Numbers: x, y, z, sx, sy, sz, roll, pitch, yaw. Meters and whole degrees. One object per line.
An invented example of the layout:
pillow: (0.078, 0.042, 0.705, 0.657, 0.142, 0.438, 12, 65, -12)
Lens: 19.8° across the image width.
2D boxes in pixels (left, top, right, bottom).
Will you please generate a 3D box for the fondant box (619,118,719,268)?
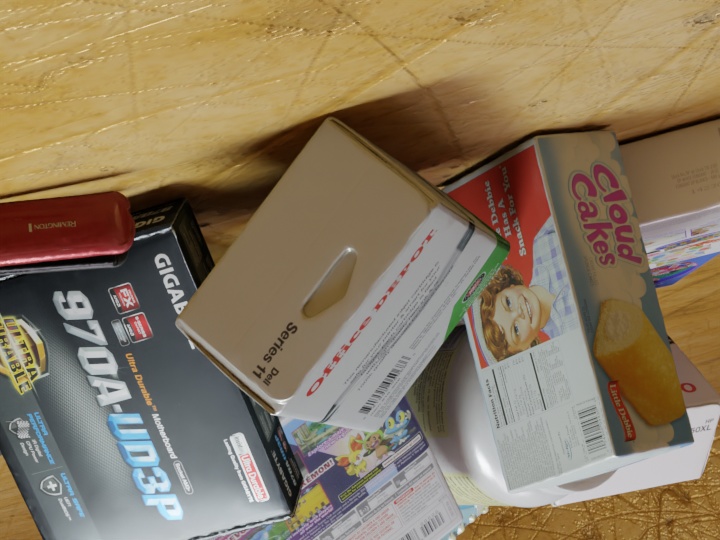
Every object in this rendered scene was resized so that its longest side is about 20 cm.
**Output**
fondant box: (0.248, -0.056, 1.396, 0.143, 0.059, 0.200, -15, 169, 8)

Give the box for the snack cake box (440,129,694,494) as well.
snack cake box: (0.123, 0.027, 1.276, 0.067, 0.202, 0.115, -7, 168, -32)

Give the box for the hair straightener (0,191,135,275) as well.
hair straightener: (-0.222, -0.004, 1.118, 0.198, 0.041, 0.077, -12, 169, -11)

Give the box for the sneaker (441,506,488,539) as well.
sneaker: (0.063, 0.209, 1.674, 0.198, 0.132, 0.079, -11, -170, -19)

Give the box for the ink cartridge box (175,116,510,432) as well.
ink cartridge box: (-0.004, 0.008, 1.169, 0.147, 0.083, 0.200, -52, 164, 3)

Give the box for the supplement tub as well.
supplement tub: (0.091, 0.102, 1.526, 0.144, 0.146, 0.199, -5, 179, -39)

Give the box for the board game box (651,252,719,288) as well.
board game box: (0.166, -0.005, 1.597, 0.198, 0.045, 0.134, -11, 170, -12)

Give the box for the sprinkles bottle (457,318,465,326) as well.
sprinkles bottle: (0.075, 0.004, 1.464, 0.199, 0.069, 0.068, -17, 169, 19)

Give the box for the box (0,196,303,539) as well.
box: (-0.142, 0.072, 1.219, 0.158, 0.201, 0.046, -15, -158, 14)

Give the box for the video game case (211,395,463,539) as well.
video game case: (-0.038, 0.163, 1.366, 0.199, 0.183, 0.023, -36, -141, -14)

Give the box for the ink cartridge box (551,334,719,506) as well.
ink cartridge box: (0.178, 0.088, 1.674, 0.144, 0.200, 0.085, -8, 128, -22)
